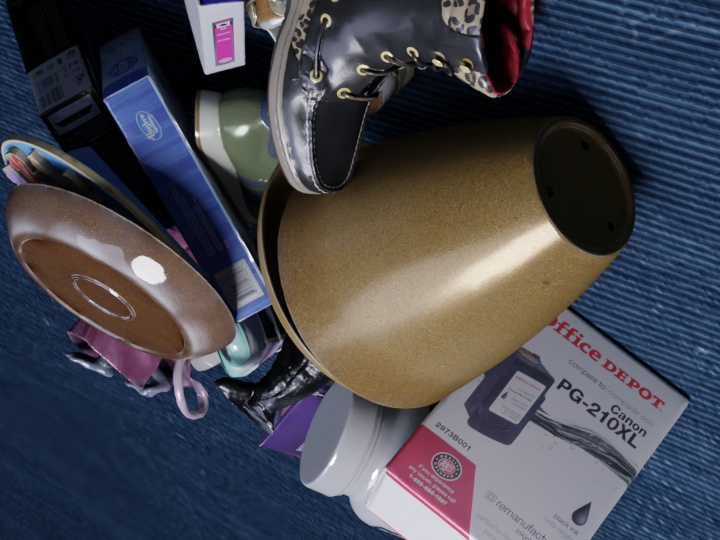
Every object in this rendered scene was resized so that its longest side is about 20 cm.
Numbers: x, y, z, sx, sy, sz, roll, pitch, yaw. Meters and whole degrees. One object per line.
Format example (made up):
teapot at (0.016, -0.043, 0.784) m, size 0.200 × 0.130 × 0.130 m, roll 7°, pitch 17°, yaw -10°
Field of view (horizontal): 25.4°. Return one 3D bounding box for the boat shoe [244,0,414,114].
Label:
boat shoe at (-0.041, -0.187, 1.062) m, size 0.200 × 0.068 × 0.075 m, roll 54°, pitch 155°, yaw -19°

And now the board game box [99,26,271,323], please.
board game box at (-0.140, -0.080, 1.261) m, size 0.201 × 0.043 × 0.199 m, roll 62°, pitch -179°, yaw -21°

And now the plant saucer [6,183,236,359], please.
plant saucer at (-0.186, 0.010, 1.194) m, size 0.200 × 0.032 × 0.200 m, roll 26°, pitch 157°, yaw 11°

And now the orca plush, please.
orca plush at (-0.030, 0.029, 1.215) m, size 0.105 × 0.200 × 0.071 m, roll 57°, pitch -177°, yaw 24°

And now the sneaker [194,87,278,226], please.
sneaker at (-0.060, -0.086, 1.241) m, size 0.089 × 0.067 × 0.200 m, roll -5°, pitch 161°, yaw 11°

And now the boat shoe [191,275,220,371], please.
boat shoe at (-0.132, 0.029, 1.530) m, size 0.093 × 0.075 × 0.200 m, roll 52°, pitch 146°, yaw -5°

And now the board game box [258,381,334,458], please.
board game box at (0.014, 0.130, 1.410) m, size 0.165 × 0.057 × 0.200 m, roll 16°, pitch 156°, yaw -10°

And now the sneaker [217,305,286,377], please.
sneaker at (-0.057, 0.027, 1.341) m, size 0.200 × 0.139 × 0.078 m, roll -113°, pitch 2°, yaw -84°

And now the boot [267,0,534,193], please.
boot at (0.025, -0.131, 0.984) m, size 0.150 × 0.073 × 0.201 m, roll 18°, pitch 106°, yaw 33°

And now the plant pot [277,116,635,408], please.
plant pot at (0.079, -0.023, 1.055) m, size 0.187 × 0.187 × 0.200 m, roll 49°, pitch 138°, yaw -14°

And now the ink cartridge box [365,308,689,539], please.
ink cartridge box at (0.124, 0.134, 1.172) m, size 0.145 × 0.200 × 0.084 m, roll 37°, pitch 151°, yaw 10°

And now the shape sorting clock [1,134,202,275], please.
shape sorting clock at (-0.197, -0.029, 1.219) m, size 0.200 × 0.039 × 0.200 m, roll 37°, pitch 159°, yaw 17°

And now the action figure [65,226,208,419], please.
action figure at (-0.170, 0.009, 1.406) m, size 0.149 × 0.201 × 0.134 m, roll 28°, pitch 177°, yaw 16°

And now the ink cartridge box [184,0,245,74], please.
ink cartridge box at (-0.104, -0.202, 1.057) m, size 0.200 × 0.037 × 0.095 m, roll 104°, pitch 151°, yaw -83°

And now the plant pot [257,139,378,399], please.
plant pot at (0.000, 0.000, 1.142) m, size 0.027 × 0.200 × 0.200 m, roll -26°, pitch 111°, yaw 43°

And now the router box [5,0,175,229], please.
router box at (-0.221, -0.132, 1.306) m, size 0.149 × 0.051 × 0.200 m, roll 62°, pitch 180°, yaw -40°

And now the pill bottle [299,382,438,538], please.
pill bottle at (0.061, 0.161, 1.268) m, size 0.199 × 0.117 × 0.116 m, roll 24°, pitch 158°, yaw -16°
